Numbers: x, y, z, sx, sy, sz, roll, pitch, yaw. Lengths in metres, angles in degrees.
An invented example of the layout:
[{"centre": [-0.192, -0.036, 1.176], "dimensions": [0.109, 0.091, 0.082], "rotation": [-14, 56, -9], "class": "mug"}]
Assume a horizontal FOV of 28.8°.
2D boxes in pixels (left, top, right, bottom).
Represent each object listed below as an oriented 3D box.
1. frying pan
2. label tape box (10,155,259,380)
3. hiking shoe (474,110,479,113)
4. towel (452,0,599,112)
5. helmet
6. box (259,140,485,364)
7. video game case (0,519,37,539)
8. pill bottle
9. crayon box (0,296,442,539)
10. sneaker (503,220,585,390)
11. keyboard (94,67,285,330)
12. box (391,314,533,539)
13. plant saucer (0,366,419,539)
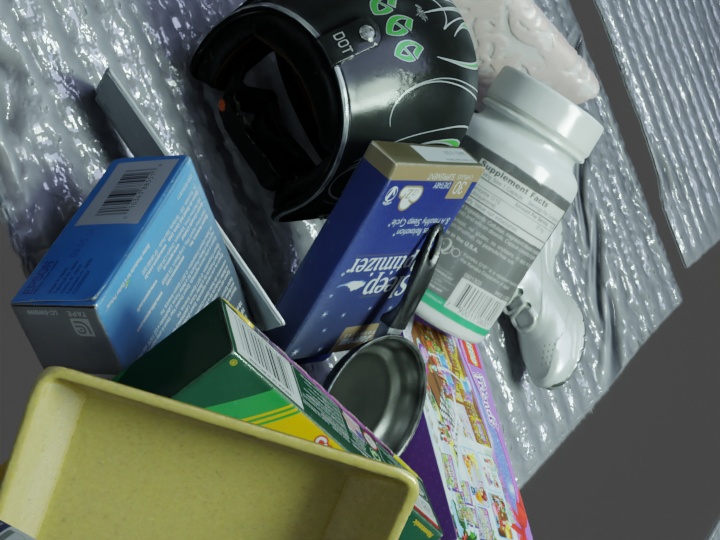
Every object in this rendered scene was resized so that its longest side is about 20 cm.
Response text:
[{"centre": [0.007, 0.064, 0.994], "dimensions": [0.115, 0.031, 0.191], "rotation": [-18, 119, -43], "class": "frying pan"}, {"centre": [-0.124, 0.051, 0.874], "dimensions": [0.144, 0.063, 0.201], "rotation": [-65, 146, -46], "class": "label tape box"}, {"centre": [0.069, -0.075, 1.185], "dimensions": [0.200, 0.074, 0.087], "rotation": [64, 36, -44], "class": "hiking shoe"}, {"centre": [0.070, -0.177, 1.162], "dimensions": [0.200, 0.190, 0.032], "rotation": [39, 43, -41], "class": "towel"}, {"centre": [-0.008, -0.137, 1.035], "dimensions": [0.190, 0.200, 0.201], "rotation": [-23, 94, -46], "class": "helmet"}, {"centre": [0.000, 0.000, 0.989], "dimensions": [0.032, 0.200, 0.121], "rotation": [43, 25, 24], "class": "box"}, {"centre": [-0.226, 0.162, 0.608], "dimensions": [0.200, 0.182, 0.023], "rotation": [-37, 145, -55], "class": "video game case"}, {"centre": [0.100, -0.052, 1.111], "dimensions": [0.113, 0.113, 0.200], "rotation": [28, 97, -47], "class": "pill bottle"}, {"centre": [-0.080, 0.136, 0.811], "dimensions": [0.200, 0.172, 0.058], "rotation": [45, 13, -34], "class": "crayon box"}, {"centre": [0.151, 0.016, 1.313], "dimensions": [0.087, 0.074, 0.201], "rotation": [9, 60, -41], "class": "sneaker"}, {"centre": [-0.114, -0.044, 0.927], "dimensions": [0.011, 0.056, 0.200], "rotation": [-37, 95, -23], "class": "keyboard"}, {"centre": [0.070, 0.134, 1.112], "dimensions": [0.137, 0.039, 0.201], "rotation": [27, 43, -52], "class": "box"}, {"centre": [-0.096, 0.152, 0.736], "dimensions": [0.199, 0.201, 0.048], "rotation": [18, 20, -12], "class": "plant saucer"}]
